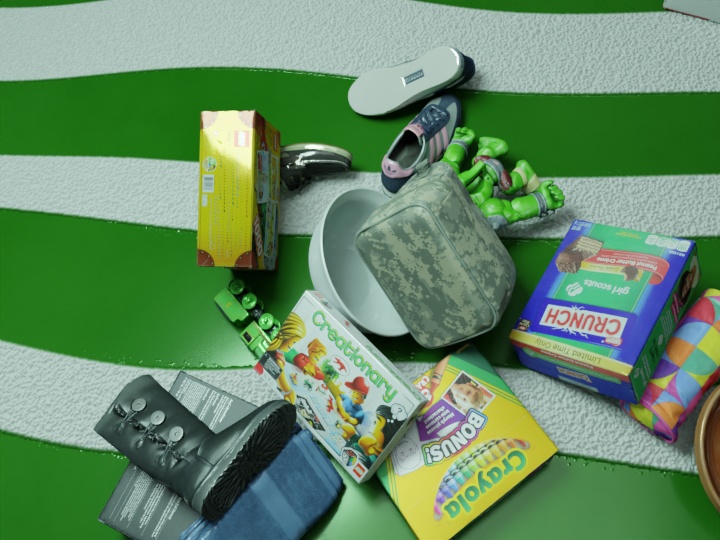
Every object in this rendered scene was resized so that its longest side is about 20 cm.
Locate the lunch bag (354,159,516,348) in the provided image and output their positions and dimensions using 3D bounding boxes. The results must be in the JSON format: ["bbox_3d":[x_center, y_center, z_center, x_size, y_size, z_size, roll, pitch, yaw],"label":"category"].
[{"bbox_3d":[0.109,-0.026,0.944,0.201,0.138,0.168,54,41,-13],"label":"lunch bag"}]

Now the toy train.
[{"bbox_3d":[-0.131,0.092,1.016,0.056,0.042,0.200,-42,67,-3],"label":"toy train"}]

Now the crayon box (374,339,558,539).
[{"bbox_3d":[0.112,0.216,0.916,0.198,0.059,0.173,-35,66,-10],"label":"crayon box"}]

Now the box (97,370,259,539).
[{"bbox_3d":[-0.207,0.251,0.925,0.139,0.079,0.202,20,67,17],"label":"box"}]

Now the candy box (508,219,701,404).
[{"bbox_3d":[0.308,0.045,0.934,0.167,0.077,0.202,16,64,43],"label":"candy box"}]

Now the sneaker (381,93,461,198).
[{"bbox_3d":[0.096,-0.202,1.106,0.069,0.082,0.202,24,69,18],"label":"sneaker"}]

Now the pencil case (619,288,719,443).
[{"bbox_3d":[0.410,0.117,0.918,0.088,0.089,0.200,41,76,22],"label":"pencil case"}]

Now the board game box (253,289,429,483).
[{"bbox_3d":[-0.028,0.137,0.894,0.200,0.034,0.127,42,106,22],"label":"board game box"}]

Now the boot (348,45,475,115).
[{"bbox_3d":[0.083,-0.291,1.165,0.197,0.090,0.074,-11,90,28],"label":"boot"}]

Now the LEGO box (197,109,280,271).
[{"bbox_3d":[-0.163,-0.102,1.013,0.075,0.149,0.205,1,90,7],"label":"LEGO box"}]

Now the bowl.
[{"bbox_3d":[0.000,0.000,0.994,0.199,0.090,0.205,18,60,-35],"label":"bowl"}]

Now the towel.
[{"bbox_3d":[-0.111,0.287,0.873,0.200,0.048,0.113,-43,110,-33],"label":"towel"}]

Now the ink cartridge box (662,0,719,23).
[{"bbox_3d":[0.593,-0.506,1.196,0.145,0.086,0.203,19,69,15],"label":"ink cartridge box"}]

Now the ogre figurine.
[{"bbox_3d":[0.179,-0.128,1.056,0.119,0.098,0.201,-33,76,-23],"label":"ogre figurine"}]

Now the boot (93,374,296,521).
[{"bbox_3d":[-0.197,0.180,0.880,0.198,0.066,0.165,21,50,34],"label":"boot"}]

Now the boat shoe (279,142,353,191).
[{"bbox_3d":[-0.109,-0.151,1.117,0.196,0.072,0.067,2,74,8],"label":"boat shoe"}]

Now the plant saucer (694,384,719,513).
[{"bbox_3d":[0.486,0.217,0.867,0.196,0.032,0.205,1,76,-5],"label":"plant saucer"}]
